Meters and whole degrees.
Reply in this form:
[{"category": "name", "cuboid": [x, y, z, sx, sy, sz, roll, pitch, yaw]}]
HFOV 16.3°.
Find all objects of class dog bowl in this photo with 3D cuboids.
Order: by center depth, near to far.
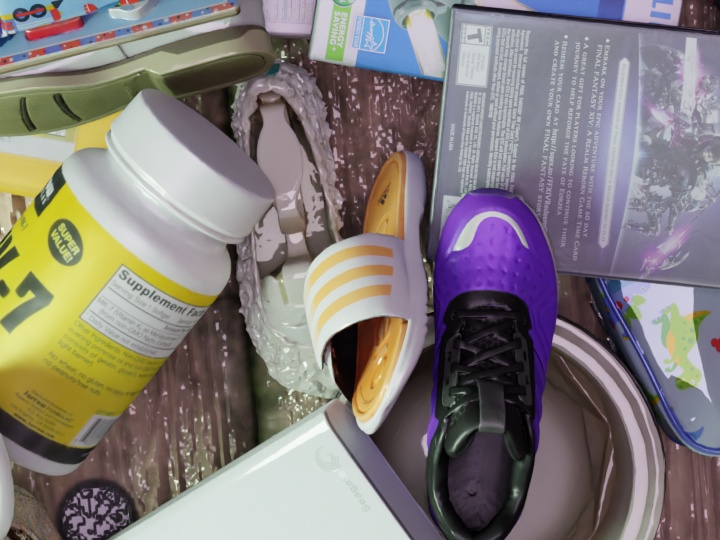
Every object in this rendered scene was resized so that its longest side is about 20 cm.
[{"category": "dog bowl", "cuboid": [0.071, 0.115, 1.447, 0.200, 0.074, 0.201, 0, 93, -4]}]

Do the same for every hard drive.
[{"category": "hard drive", "cuboid": [-0.047, 0.170, 1.413, 0.200, 0.026, 0.132, -33, 95, 35]}]

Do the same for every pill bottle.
[{"category": "pill bottle", "cuboid": [-0.144, 0.005, 1.392, 0.114, 0.114, 0.200, 39, 102, -4]}]

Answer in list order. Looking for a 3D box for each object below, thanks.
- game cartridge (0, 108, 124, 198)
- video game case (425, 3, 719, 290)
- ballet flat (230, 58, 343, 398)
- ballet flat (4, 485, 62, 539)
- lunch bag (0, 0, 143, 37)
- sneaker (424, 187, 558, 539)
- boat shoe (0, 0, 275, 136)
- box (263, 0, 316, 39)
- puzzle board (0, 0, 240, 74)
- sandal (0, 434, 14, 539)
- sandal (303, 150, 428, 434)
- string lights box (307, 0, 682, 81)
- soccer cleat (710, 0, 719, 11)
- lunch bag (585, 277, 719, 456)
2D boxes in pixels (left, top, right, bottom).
[{"category": "game cartridge", "cuboid": [-0.226, -0.137, 1.438, 0.199, 0.032, 0.177, 10, 92, -5]}, {"category": "video game case", "cuboid": [0.142, -0.065, 1.377, 0.199, 0.019, 0.143, 6, 105, 1]}, {"category": "ballet flat", "cuboid": [-0.042, -0.021, 1.438, 0.072, 0.072, 0.201, -10, 94, -2]}, {"category": "ballet flat", "cuboid": [-0.169, 0.215, 1.442, 0.068, 0.067, 0.200, -37, 94, 6]}, {"category": "lunch bag", "cuboid": [-0.146, -0.238, 1.355, 0.150, 0.200, 0.094, -13, 139, 3]}, {"category": "sneaker", "cuboid": [0.071, 0.059, 1.349, 0.069, 0.100, 0.201, 3, 99, 2]}, {"category": "boat shoe", "cuboid": [-0.151, -0.125, 1.398, 0.199, 0.075, 0.069, -12, 76, -6]}, {"category": "box", "cuboid": [-0.012, -0.204, 1.445, 0.199, 0.036, 0.145, 3, 93, -4]}, {"category": "puzzle board", "cuboid": [-0.176, -0.179, 1.376, 0.200, 0.017, 0.151, -14, 60, -1]}, {"category": "sandal", "cuboid": [-0.238, 0.135, 1.377, 0.050, 0.203, 0.082, -31, 72, -36]}, {"category": "sandal", "cuboid": [-0.003, 0.005, 1.382, 0.059, 0.207, 0.079, 18, 128, -14]}, {"category": "string lights box", "cuboid": [0.077, -0.153, 1.405, 0.199, 0.059, 0.103, 8, 96, -3]}, {"category": "soccer cleat", "cuboid": [0.227, -0.188, 1.450, 0.086, 0.070, 0.200, -29, 88, -28]}, {"category": "lunch bag", "cuboid": [0.238, 0.007, 1.445, 0.200, 0.082, 0.161, -29, 93, -1]}]
